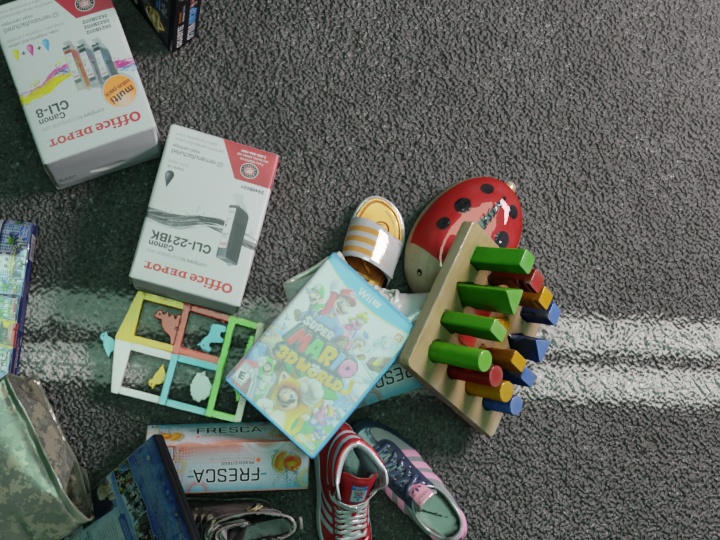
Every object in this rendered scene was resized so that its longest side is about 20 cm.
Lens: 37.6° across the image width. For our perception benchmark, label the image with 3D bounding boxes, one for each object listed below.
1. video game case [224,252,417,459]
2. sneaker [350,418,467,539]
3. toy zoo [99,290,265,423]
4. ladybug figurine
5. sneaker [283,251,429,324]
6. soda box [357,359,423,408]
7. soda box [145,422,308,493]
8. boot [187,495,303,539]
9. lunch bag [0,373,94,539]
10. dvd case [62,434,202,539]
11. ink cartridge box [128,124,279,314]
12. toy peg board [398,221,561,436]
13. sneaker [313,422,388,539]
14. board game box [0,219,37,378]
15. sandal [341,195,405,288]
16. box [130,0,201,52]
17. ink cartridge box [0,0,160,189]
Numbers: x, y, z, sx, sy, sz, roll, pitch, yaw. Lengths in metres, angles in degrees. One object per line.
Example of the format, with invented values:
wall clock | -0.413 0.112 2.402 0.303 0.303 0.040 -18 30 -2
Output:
video game case | -0.045 0.101 1.262 0.143 0.018 0.200 41 83 1
sneaker | 0.062 0.262 1.325 0.200 0.082 0.070 44 81 2
toy zoo | -0.231 0.106 1.336 0.197 0.020 0.133 15 80 -6
ladybug figurine | 0.140 -0.043 1.384 0.135 0.072 0.201 38 79 -1
sneaker | 0.003 0.030 1.308 0.197 0.074 0.117 -13 105 4
soda box | 0.035 0.120 1.345 0.197 0.064 0.069 -17 99 -10
soda box | -0.163 0.227 1.291 0.197 0.068 0.065 0 104 -9
boot | -0.172 0.300 1.239 0.197 0.174 0.070 -9 84 -10
lunch bag | -0.419 0.245 1.234 0.163 0.118 0.202 -28 82 0
dvd case | -0.270 0.303 1.222 0.200 0.017 0.144 -41 62 24
ink cartridge box | -0.196 -0.061 1.332 0.142 0.084 0.203 15 81 -7
toy peg board | 0.174 0.079 1.298 0.199 0.097 0.202 42 67 -38
sneaker | -0.009 0.288 1.282 0.070 0.112 0.203 -12 99 -20
board game box | -0.509 0.027 1.286 0.197 0.062 0.203 6 81 -8
sandal | 0.008 0.003 1.365 0.078 0.059 0.209 19 80 -6
box | -0.261 -0.378 1.307 0.046 0.200 0.160 -38 89 -16
ink cartridge box | -0.345 -0.225 1.302 0.144 0.145 0.203 -20 86 -11
